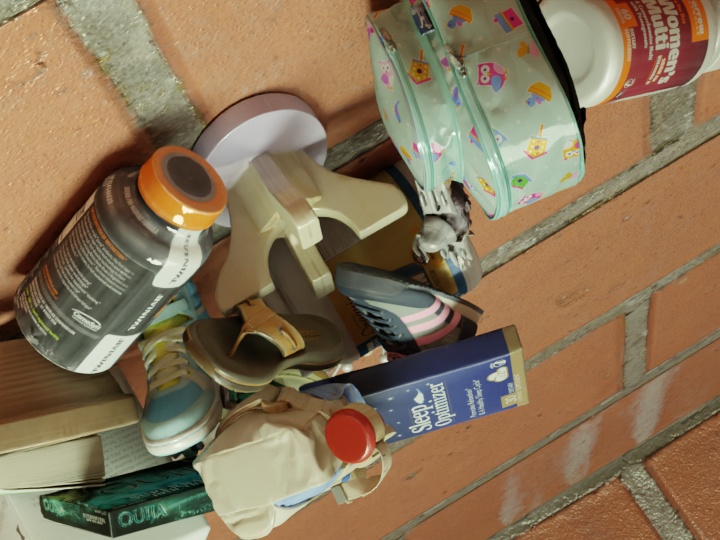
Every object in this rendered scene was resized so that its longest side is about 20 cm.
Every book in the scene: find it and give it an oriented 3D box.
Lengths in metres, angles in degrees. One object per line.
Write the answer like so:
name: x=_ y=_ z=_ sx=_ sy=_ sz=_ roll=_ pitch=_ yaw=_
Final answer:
book: x=-0.347 y=0.184 z=1.590 sx=0.200 sy=0.048 sz=0.134 roll=-11 pitch=174 yaw=37

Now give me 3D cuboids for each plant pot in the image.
plant pot: x=-0.298 y=0.107 z=1.532 sx=0.200 sy=0.093 sz=0.201 roll=-12 pitch=178 yaw=0

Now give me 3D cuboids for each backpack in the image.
backpack: x=0.095 y=-0.141 z=1.427 sx=0.153 sy=0.200 sz=0.176 roll=-29 pitch=161 yaw=-8

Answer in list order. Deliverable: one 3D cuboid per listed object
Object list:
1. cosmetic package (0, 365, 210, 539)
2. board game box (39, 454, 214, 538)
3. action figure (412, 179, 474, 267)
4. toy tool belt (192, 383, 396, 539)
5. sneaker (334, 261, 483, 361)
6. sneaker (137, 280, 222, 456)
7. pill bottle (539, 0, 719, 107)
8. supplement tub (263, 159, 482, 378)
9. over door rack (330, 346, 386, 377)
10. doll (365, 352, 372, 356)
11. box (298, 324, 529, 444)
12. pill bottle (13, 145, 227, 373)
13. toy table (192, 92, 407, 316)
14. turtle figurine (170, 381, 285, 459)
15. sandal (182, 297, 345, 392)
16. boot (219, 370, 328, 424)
cosmetic package: x=-0.276 y=0.238 z=1.758 sx=0.165 sy=0.200 sz=0.165 roll=-22 pitch=157 yaw=-26
board game box: x=-0.175 y=0.202 z=1.621 sx=0.200 sy=0.028 sz=0.135 roll=-11 pitch=-173 yaw=-37
action figure: x=0.081 y=-0.091 z=1.565 sx=0.130 sy=0.069 sz=0.200 roll=81 pitch=25 yaw=-55
toy tool belt: x=-0.038 y=0.147 z=1.518 sx=0.200 sy=0.125 sz=0.123 roll=-26 pitch=179 yaw=35
sneaker: x=0.039 y=0.048 z=1.572 sx=0.200 sy=0.070 sz=0.082 roll=22 pitch=89 yaw=-50
sneaker: x=-0.178 y=0.071 z=1.580 sx=0.079 sy=0.131 sz=0.200 roll=-20 pitch=-157 yaw=8
pill bottle: x=0.257 y=-0.216 z=1.627 sx=0.200 sy=0.110 sz=0.110 roll=-15 pitch=154 yaw=-39
supplement tub: x=0.000 y=0.000 z=1.694 sx=0.200 sy=0.145 sz=0.145 roll=-31 pitch=160 yaw=-4
over door rack: x=-0.044 y=0.101 z=1.980 sx=0.148 sy=0.067 sz=0.200 roll=-6 pitch=147 yaw=-49
doll: x=-0.008 y=0.045 z=1.844 sx=0.200 sy=0.048 sz=0.137 roll=-18 pitch=132 yaw=-2
box: x=0.051 y=0.112 z=1.597 sx=0.200 sy=0.032 sz=0.121 roll=-15 pitch=152 yaw=1
pill bottle: x=-0.190 y=-0.013 z=1.440 sx=0.106 sy=0.106 sz=0.200 roll=-6 pitch=148 yaw=-50
toy table: x=-0.066 y=-0.054 z=1.516 sx=0.184 sy=0.117 sz=0.200 roll=-34 pitch=161 yaw=5
turtle figurine: x=-0.124 y=0.125 z=1.699 sx=0.150 sy=0.200 sz=0.101 roll=-36 pitch=133 yaw=-53
sandal: x=-0.073 y=0.054 z=1.482 sx=0.200 sy=0.082 sz=0.055 roll=-4 pitch=130 yaw=-52
boot: x=-0.129 y=0.177 z=1.823 sx=0.200 sy=0.156 sz=0.073 roll=-7 pitch=152 yaw=35
